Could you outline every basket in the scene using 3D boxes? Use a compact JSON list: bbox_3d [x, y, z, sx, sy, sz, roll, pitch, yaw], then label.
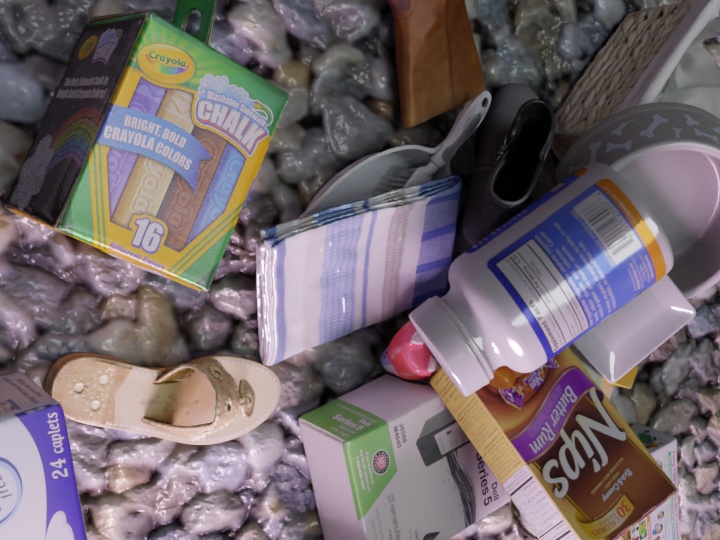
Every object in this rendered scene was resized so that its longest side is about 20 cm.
[{"bbox_3d":[0.300,-0.164,1.035,0.136,0.123,0.200,47,71,-31],"label":"basket"}]

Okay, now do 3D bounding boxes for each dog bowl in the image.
[{"bbox_3d":[0.275,-0.053,0.940,0.199,0.059,0.201,-2,123,-2],"label":"dog bowl"}]

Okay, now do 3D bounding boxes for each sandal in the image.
[{"bbox_3d":[-0.140,0.108,0.804,0.211,0.069,0.078,11,92,-36],"label":"sandal"}]

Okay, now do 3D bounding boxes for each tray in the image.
[{"bbox_3d":[0.214,0.009,0.921,0.107,0.022,0.200,-41,117,10],"label":"tray"}]

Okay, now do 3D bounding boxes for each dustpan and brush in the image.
[{"bbox_3d":[0.051,-0.082,0.911,0.139,0.057,0.201,41,75,-34],"label":"dustpan and brush"}]

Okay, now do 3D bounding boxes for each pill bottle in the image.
[{"bbox_3d":[0.142,0.012,0.819,0.200,0.112,0.112,-36,119,-1],"label":"pill bottle"}]

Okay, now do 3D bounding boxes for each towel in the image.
[{"bbox_3d":[0.000,0.000,0.870,0.199,0.024,0.148,-19,135,-26],"label":"towel"}]

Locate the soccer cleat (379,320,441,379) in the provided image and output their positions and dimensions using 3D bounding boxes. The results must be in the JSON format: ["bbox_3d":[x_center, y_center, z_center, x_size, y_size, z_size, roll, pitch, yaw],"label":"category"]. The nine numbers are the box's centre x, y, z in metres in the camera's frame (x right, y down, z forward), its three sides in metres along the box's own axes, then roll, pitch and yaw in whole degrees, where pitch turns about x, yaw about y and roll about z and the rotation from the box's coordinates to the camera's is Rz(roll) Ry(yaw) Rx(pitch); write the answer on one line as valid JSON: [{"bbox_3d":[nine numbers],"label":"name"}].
[{"bbox_3d":[0.104,0.041,0.956,0.199,0.076,0.067,-31,96,-28],"label":"soccer cleat"}]

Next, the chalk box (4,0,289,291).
[{"bbox_3d":[-0.146,-0.106,0.728,0.123,0.124,0.201,27,84,-35],"label":"chalk box"}]

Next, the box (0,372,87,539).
[{"bbox_3d":[-0.297,0.190,0.686,0.199,0.105,0.185,-15,106,-32],"label":"box"}]

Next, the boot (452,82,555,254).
[{"bbox_3d":[0.144,-0.114,0.901,0.069,0.132,0.201,16,62,-3],"label":"boot"}]

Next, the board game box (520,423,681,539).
[{"bbox_3d":[0.272,0.280,1.133,0.199,0.064,0.149,-18,109,-30],"label":"board game box"}]

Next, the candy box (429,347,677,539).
[{"bbox_3d":[0.166,0.143,0.878,0.116,0.057,0.200,-24,70,-32],"label":"candy box"}]

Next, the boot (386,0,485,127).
[{"bbox_3d":[0.026,-0.226,0.883,0.188,0.068,0.201,-27,121,-37],"label":"boot"}]

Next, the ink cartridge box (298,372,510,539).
[{"bbox_3d":[0.056,0.172,0.945,0.199,0.084,0.146,-23,111,-31],"label":"ink cartridge box"}]

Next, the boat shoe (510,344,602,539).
[{"bbox_3d":[0.180,0.159,0.948,0.072,0.060,0.203,16,60,1],"label":"boat shoe"}]

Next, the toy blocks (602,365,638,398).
[{"bbox_3d":[0.214,0.045,1.041,0.136,0.100,0.201,24,82,-25],"label":"toy blocks"}]
